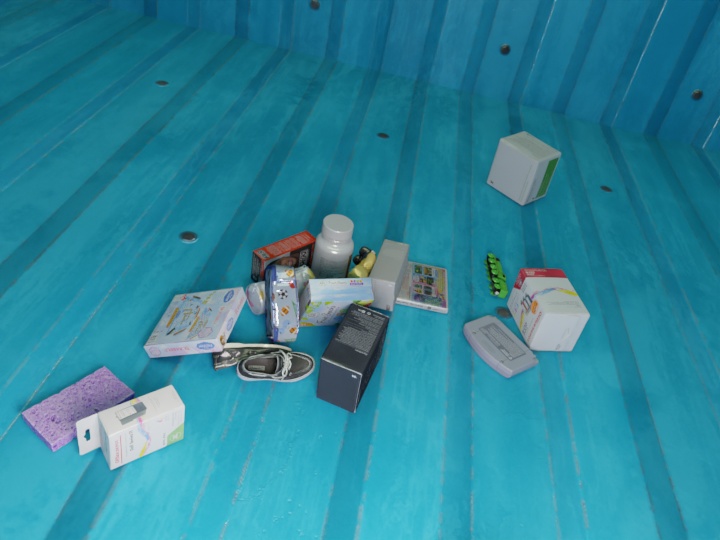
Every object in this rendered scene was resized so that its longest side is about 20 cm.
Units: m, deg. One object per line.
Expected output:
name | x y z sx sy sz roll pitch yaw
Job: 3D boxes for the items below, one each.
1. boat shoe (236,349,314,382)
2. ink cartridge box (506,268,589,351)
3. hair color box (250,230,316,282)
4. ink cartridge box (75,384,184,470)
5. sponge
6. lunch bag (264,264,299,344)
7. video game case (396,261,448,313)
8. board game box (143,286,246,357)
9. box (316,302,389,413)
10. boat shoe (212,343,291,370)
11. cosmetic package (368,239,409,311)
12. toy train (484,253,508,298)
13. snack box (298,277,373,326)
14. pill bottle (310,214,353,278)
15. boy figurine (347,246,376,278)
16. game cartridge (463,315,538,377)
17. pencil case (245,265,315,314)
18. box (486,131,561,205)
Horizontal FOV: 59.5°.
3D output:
boat shoe | -0.194 0.224 1.500 0.196 0.068 0.075 7 69 -26
ink cartridge box | 0.539 0.113 1.826 0.142 0.147 0.201 2 38 -13
hair color box | -0.220 -0.034 1.828 0.198 0.103 0.061 -25 50 -38
ink cartridge box | -0.463 0.325 1.280 0.198 0.118 0.067 -18 49 -34
sponge | -0.602 0.292 1.355 0.111 0.030 0.199 32 42 24
lunch bag | -0.204 0.087 1.593 0.074 0.204 0.160 0 1 -17
video game case | 0.176 0.044 1.911 0.179 0.024 0.201 12 36 -2
board game box | -0.403 0.126 1.555 0.196 0.042 0.201 -7 35 16
box | -0.018 0.209 1.523 0.106 0.150 0.201 19 42 10
boat shoe | -0.264 0.213 1.544 0.197 0.072 0.069 2 75 -25
cosmetic package | 0.081 0.011 1.820 0.089 0.108 0.201 13 37 13
toy train | 0.435 0.015 2.013 0.056 0.042 0.201 18 36 -10
snack box | -0.073 0.084 1.636 0.166 0.200 0.069 -1 67 -18
pill bottle | -0.078 -0.054 1.812 0.112 0.202 0.115 8 37 -6
boy figurine | 0.000 0.000 1.831 0.064 0.125 0.200 37 20 -5
game cartridge | 0.382 0.210 1.750 0.132 0.041 0.200 -11 43 -34
pencil case | -0.216 0.053 1.727 0.198 0.092 0.083 -21 48 -35
box | 0.639 -0.403 2.474 0.170 0.201 0.200 -22 48 -36
